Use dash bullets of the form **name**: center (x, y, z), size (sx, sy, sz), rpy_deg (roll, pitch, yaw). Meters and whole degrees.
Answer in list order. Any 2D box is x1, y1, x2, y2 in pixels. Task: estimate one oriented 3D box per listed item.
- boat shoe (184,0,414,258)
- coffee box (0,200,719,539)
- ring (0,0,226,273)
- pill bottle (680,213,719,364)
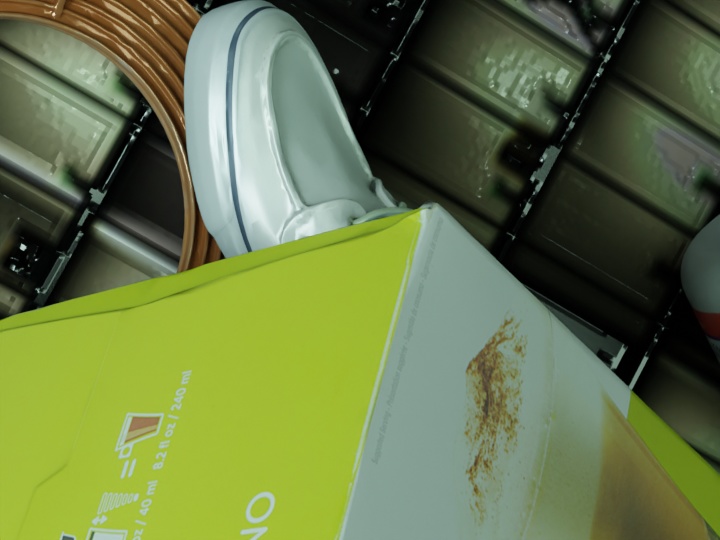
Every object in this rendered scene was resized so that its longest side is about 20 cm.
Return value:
- **boat shoe**: center (0.000, 0.000, 0.805), size (0.074, 0.067, 0.200), rpy_deg (-36, 114, -49)
- **coffee box**: center (-0.020, 0.130, 0.685), size (0.198, 0.200, 0.200), rpy_deg (43, 49, -35)
- **ring**: center (-0.117, -0.022, 0.783), size (0.200, 0.019, 0.201), rpy_deg (4, 82, -27)
- **pill bottle**: center (0.206, 0.058, 0.855), size (0.112, 0.112, 0.200), rpy_deg (-30, 100, -13)
